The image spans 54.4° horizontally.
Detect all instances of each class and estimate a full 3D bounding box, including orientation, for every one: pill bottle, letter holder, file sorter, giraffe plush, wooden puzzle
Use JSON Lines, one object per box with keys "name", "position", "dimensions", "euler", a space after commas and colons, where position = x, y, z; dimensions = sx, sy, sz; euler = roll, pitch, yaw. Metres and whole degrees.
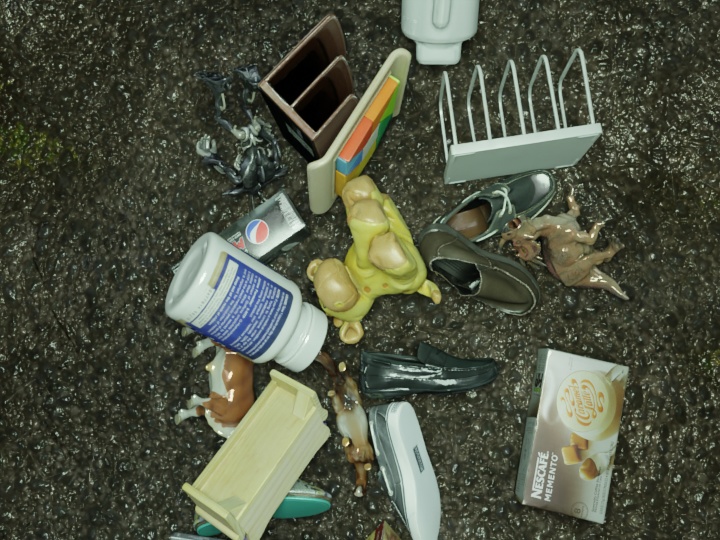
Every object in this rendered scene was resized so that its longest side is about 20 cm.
{"name": "pill bottle", "position": [-0.145, 0.050, 0.925], "dimensions": [0.198, 0.119, 0.122], "euler": [33, 85, -26]}
{"name": "letter holder", "position": [-0.041, -0.230, 0.953], "dimensions": [0.100, 0.200, 0.142], "euler": [43, 87, 7]}
{"name": "file sorter", "position": [0.208, -0.211, 0.971], "dimensions": [0.194, 0.139, 0.129], "euler": [-8, 81, 2]}
{"name": "giraffe plush", "position": [0.000, 0.000, 0.960], "dimensions": [0.160, 0.200, 0.175], "euler": [-32, 44, 13]}
{"name": "wooden puzzle", "position": [0.001, -0.175, 0.941], "dimensions": [0.037, 0.185, 0.202], "euler": [35, 78, 6]}

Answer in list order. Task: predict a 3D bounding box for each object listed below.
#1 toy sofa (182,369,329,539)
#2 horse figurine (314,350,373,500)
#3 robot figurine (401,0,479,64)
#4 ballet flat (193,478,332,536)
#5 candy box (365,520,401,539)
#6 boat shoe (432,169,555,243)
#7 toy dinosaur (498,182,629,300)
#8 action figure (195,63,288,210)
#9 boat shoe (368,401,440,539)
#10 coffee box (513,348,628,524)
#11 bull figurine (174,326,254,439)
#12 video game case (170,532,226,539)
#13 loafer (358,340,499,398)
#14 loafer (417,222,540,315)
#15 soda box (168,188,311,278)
{"name": "toy sofa", "position": [-0.129, 0.243, 0.915], "dimensions": [0.081, 0.099, 0.201], "euler": [19, 57, 30]}
{"name": "horse figurine", "position": [-0.016, 0.203, 0.954], "dimensions": [0.049, 0.133, 0.205], "euler": [-17, 71, -2]}
{"name": "robot figurine", "position": [0.113, -0.397, 0.980], "dimensions": [0.109, 0.171, 0.205], "euler": [0, 122, 0]}
{"name": "ballet flat", "position": [-0.137, 0.310, 0.968], "dimensions": [0.194, 0.072, 0.074], "euler": [-12, 83, 2]}
{"name": "candy box", "position": [0.079, 0.434, 0.915], "dimensions": [0.055, 0.115, 0.200], "euler": [-43, 83, -2]}
{"name": "boat shoe", "position": [0.193, -0.085, 0.993], "dimensions": [0.196, 0.068, 0.073], "euler": [-26, 83, -2]}
{"name": "toy dinosaur", "position": [0.282, -0.024, 0.976], "dimensions": [0.135, 0.086, 0.201], "euler": [-39, 103, 9]}
{"name": "action figure", "position": [-0.170, -0.187, 1.007], "dimensions": [0.117, 0.101, 0.205], "euler": [-23, 124, -27]}
{"name": "boat shoe", "position": [0.056, 0.282, 0.961], "dimensions": [0.066, 0.071, 0.206], "euler": [-12, 97, 35]}
{"name": "coffee box", "position": [0.281, 0.218, 0.946], "dimensions": [0.111, 0.080, 0.206], "euler": [12, 84, 4]}
{"name": "bull figurine", "position": [-0.189, 0.162, 0.974], "dimensions": [0.119, 0.064, 0.206], "euler": [11, 71, -40]}
{"name": "video game case", "position": [-0.168, 0.442, 0.958], "dimensions": [0.194, 0.019, 0.147], "euler": [7, 100, 4]}
{"name": "loafer", "position": [0.093, 0.134, 0.971], "dimensions": [0.194, 0.068, 0.073], "euler": [-5, 92, 6]}
{"name": "loafer", "position": [0.159, 0.015, 0.953], "dimensions": [0.196, 0.073, 0.072], "euler": [27, 41, -14]}
{"name": "soda box", "position": [-0.169, -0.028, 1.002], "dimensions": [0.197, 0.071, 0.064], "euler": [-34, 82, -1]}
